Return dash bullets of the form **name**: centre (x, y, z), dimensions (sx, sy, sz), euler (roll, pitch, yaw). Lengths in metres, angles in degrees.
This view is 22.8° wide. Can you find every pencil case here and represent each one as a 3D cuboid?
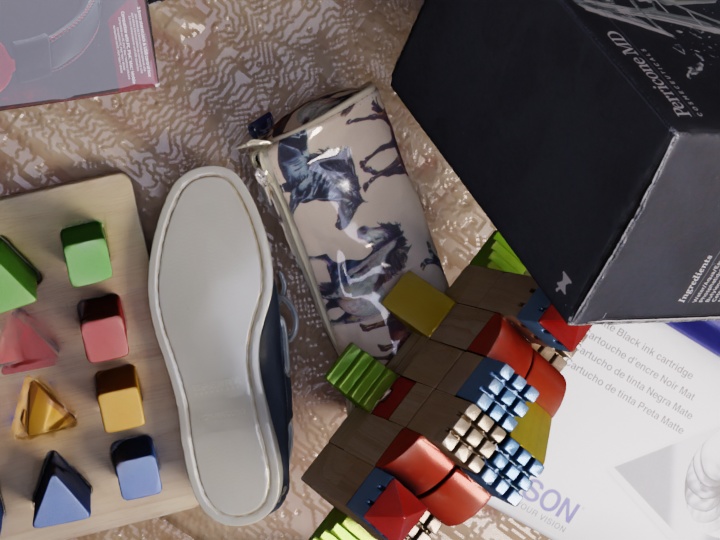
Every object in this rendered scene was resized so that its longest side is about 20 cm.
- **pencil case**: centre (0.000, 0.000, 1.012), dimensions (0.089, 0.078, 0.201), euler (-23, 102, -14)

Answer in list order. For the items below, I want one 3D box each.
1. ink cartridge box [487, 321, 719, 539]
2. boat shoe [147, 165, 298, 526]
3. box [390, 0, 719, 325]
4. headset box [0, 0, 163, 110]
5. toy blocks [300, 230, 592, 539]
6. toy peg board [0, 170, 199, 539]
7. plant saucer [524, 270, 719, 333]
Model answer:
- **ink cartridge box**: centre (0.185, 0.085, 1.043), dimensions (0.199, 0.041, 0.201), euler (29, 93, -12)
- **boat shoe**: centre (-0.072, 0.041, 1.013), dimensions (0.074, 0.062, 0.201), euler (-11, 92, 9)
- **box**: centre (0.155, -0.081, 0.921), dimensions (0.196, 0.200, 0.124), euler (-3, 132, -33)
- **headset box**: centre (-0.197, -0.160, 0.957), dimensions (0.199, 0.075, 0.150), euler (-9, 99, -8)
- **toy blocks**: centre (0.053, 0.075, 0.922), dimensions (0.100, 0.137, 0.200), euler (41, 81, -18)
- **toy peg board**: centre (-0.201, 0.067, 0.980), dimensions (0.199, 0.098, 0.200), euler (-13, 100, -7)
- **plant saucer**: centre (0.172, 0.036, 1.070), dimensions (0.199, 0.031, 0.201), euler (-2, 99, -10)
